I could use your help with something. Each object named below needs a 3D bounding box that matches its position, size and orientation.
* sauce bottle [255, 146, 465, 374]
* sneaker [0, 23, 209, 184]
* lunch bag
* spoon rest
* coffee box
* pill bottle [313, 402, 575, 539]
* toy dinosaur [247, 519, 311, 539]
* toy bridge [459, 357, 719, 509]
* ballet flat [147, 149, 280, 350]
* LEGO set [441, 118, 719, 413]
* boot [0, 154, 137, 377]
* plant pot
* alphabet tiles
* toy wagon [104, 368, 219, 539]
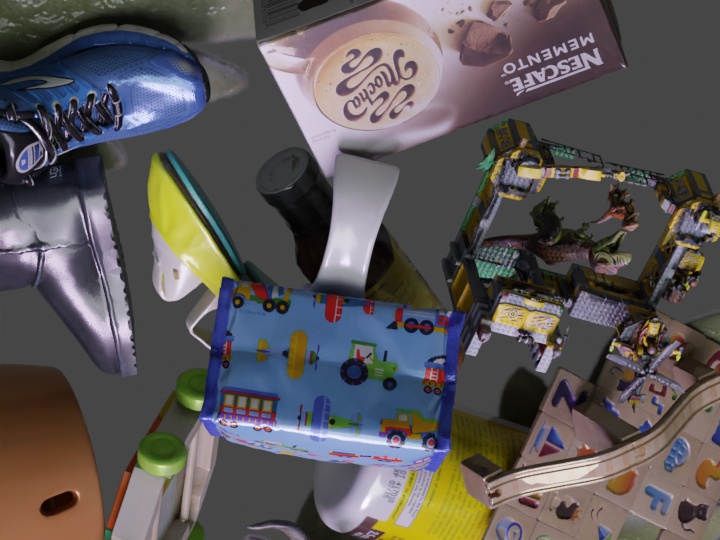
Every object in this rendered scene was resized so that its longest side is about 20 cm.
[{"bbox_3d":[0.000,0.000,1.560,0.066,0.066,0.200,-25,129,13],"label":"sauce bottle"},{"bbox_3d":[-0.188,-0.089,1.438,0.199,0.089,0.079,-10,130,0],"label":"sneaker"},{"bbox_3d":[-0.020,0.088,1.499,0.150,0.095,0.200,8,160,0],"label":"lunch bag"},{"bbox_3d":[-0.017,0.017,1.490,0.099,0.061,0.200,13,138,-1],"label":"spoon rest"},{"bbox_3d":[0.047,-0.151,1.430,0.199,0.080,0.113,-19,130,10],"label":"coffee box"},{"bbox_3d":[0.075,0.153,1.667,0.199,0.110,0.109,19,125,-21],"label":"pill bottle"},{"bbox_3d":[0.004,0.226,1.641,0.199,0.102,0.077,16,83,-16],"label":"toy dinosaur"},{"bbox_3d":[0.168,0.111,1.596,0.199,0.067,0.027,-22,116,-22],"label":"toy bridge"},{"bbox_3d":[-0.095,0.007,1.550,0.067,0.067,0.200,-36,129,3],"label":"ballet flat"},{"bbox_3d":[0.148,0.001,1.538,0.199,0.116,0.154,21,119,-22],"label":"LEGO set"},{"bbox_3d":[-0.252,0.010,1.536,0.199,0.066,0.166,-10,122,-3],"label":"boot"},{"bbox_3d":[-0.255,0.145,1.582,0.139,0.200,0.201,-12,132,-20],"label":"plant pot"},{"bbox_3d":[0.187,0.130,1.650,0.167,0.008,0.201,28,83,-27],"label":"alphabet tiles"},{"bbox_3d":[-0.138,0.166,1.597,0.039,0.200,0.156,17,129,10],"label":"toy wagon"}]
